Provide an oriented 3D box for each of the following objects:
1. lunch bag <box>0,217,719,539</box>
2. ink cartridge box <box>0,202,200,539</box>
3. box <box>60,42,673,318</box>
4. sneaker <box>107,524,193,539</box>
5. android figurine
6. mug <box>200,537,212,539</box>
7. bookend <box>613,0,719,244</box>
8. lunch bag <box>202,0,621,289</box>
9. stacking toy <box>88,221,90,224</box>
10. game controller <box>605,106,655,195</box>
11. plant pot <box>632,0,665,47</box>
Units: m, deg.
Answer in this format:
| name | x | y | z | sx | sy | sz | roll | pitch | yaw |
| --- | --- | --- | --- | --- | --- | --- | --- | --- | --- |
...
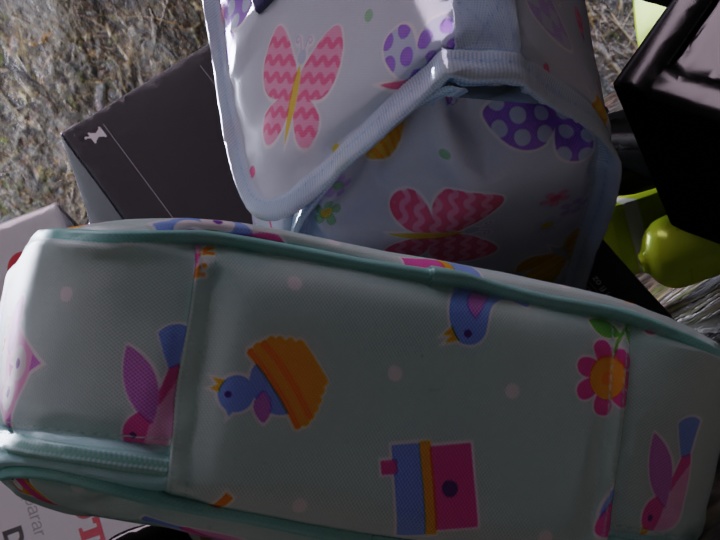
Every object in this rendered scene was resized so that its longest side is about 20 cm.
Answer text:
| name | x | y | z | sx | sy | sz | roll | pitch | yaw |
| --- | --- | --- | --- | --- | --- | --- | --- | --- | --- |
| lunch bag | -0.004 | 0.042 | 0.556 | 0.198 | 0.078 | 0.160 | 11 | -9 | -14 |
| ink cartridge box | -0.172 | 0.082 | 0.745 | 0.198 | 0.146 | 0.088 | -19 | -18 | 2 |
| box | 0.000 | 0.000 | 0.757 | 0.141 | 0.200 | 0.079 | -31 | -24 | -16 |
| sneaker | -0.055 | 0.117 | 0.636 | 0.076 | 0.084 | 0.200 | -33 | 3 | -25 |
| android figurine | 0.141 | -0.021 | 0.891 | 0.198 | 0.041 | 0.182 | -18 | 3 | -1 |
| mug | -0.126 | 0.099 | 0.853 | 0.186 | 0.154 | 0.149 | -37 | -3 | -7 |
| bookend | 0.132 | -0.103 | 0.654 | 0.199 | 0.092 | 0.199 | 24 | 69 | 37 |
| lunch bag | 0.012 | -0.078 | 0.638 | 0.126 | 0.171 | 0.200 | -5 | -26 | -7 |
| stacking toy | -0.113 | 0.050 | 1.249 | 0.145 | 0.201 | 0.146 | -32 | 2 | 1 |
| game controller | 0.178 | -0.072 | 0.854 | 0.199 | 0.042 | 0.104 | -18 | 4 | -36 |
| plant pot | 0.309 | -0.222 | 1.485 | 0.200 | 0.182 | 0.199 | -36 | 5 | -40 |
